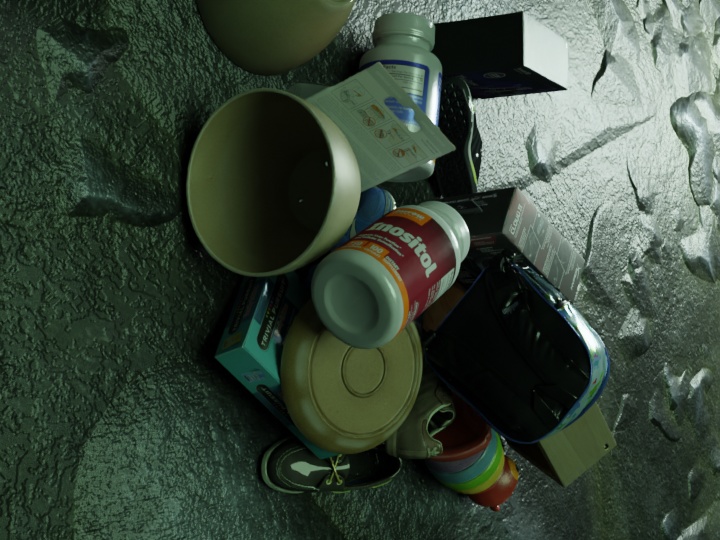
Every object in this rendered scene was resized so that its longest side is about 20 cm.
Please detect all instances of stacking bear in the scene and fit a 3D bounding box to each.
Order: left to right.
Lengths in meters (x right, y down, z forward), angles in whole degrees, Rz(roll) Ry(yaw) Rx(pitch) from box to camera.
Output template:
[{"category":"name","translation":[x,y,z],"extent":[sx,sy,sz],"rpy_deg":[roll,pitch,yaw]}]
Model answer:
[{"category":"stacking bear","translation":[0.153,0.256,1.541],"extent":[0.200,0.113,0.122],"rpy_deg":[53,16,-42]}]

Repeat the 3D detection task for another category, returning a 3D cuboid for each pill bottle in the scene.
[{"category":"pill bottle","translation":[0.041,-0.004,1.252],"extent":[0.200,0.112,0.114],"rpy_deg":[-38,114,-50]},{"category":"pill bottle","translation":[0.049,-0.225,1.467],"extent":[0.112,0.111,0.202],"rpy_deg":[16,75,-44]}]

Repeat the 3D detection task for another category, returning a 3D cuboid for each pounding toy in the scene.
[{"category":"pounding toy","translation":[0.256,0.164,1.613],"extent":[0.142,0.200,0.185],"rpy_deg":[-35,115,-11]}]

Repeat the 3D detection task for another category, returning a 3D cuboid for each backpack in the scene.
[{"category":"backpack","translation":[0.210,0.107,1.421],"extent":[0.183,0.200,0.147],"rpy_deg":[-50,156,17]}]

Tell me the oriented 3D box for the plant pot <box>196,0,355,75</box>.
[{"category":"plant pot","translation":[-0.079,-0.342,1.328],"extent":[0.199,0.134,0.203],"rpy_deg":[4,84,-45]}]

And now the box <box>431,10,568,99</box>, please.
[{"category":"box","translation":[0.195,-0.296,1.569],"extent":[0.199,0.140,0.080],"rpy_deg":[2,84,-62]}]

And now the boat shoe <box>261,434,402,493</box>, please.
[{"category":"boat shoe","translation":[-0.032,0.236,1.380],"extent":[0.200,0.060,0.073],"rpy_deg":[5,84,-46]}]

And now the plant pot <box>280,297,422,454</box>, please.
[{"category":"plant pot","translation":[-0.001,0.112,1.294],"extent":[0.199,0.027,0.202],"rpy_deg":[-1,93,-36]}]

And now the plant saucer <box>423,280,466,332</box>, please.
[{"category":"plant saucer","translation":[0.142,0.004,1.599],"extent":[0.199,0.037,0.202],"rpy_deg":[6,82,-46]}]

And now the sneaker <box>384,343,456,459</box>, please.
[{"category":"sneaker","translation":[0.092,0.172,1.453],"extent":[0.201,0.075,0.071],"rpy_deg":[-63,156,-47]}]

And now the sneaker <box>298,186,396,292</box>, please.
[{"category":"sneaker","translation":[-0.019,-0.042,1.375],"extent":[0.089,0.079,0.201],"rpy_deg":[33,46,-9]}]

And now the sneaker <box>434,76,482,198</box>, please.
[{"category":"sneaker","translation":[0.132,-0.187,1.571],"extent":[0.083,0.071,0.201],"rpy_deg":[-61,153,-48]}]

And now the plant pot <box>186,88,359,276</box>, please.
[{"category":"plant pot","translation":[-0.077,-0.093,1.268],"extent":[0.134,0.199,0.203],"rpy_deg":[2,85,-59]}]

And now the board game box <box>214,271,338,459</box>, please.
[{"category":"board game box","translation":[-0.074,0.101,1.326],"extent":[0.200,0.047,0.152],"rpy_deg":[48,38,-29]}]

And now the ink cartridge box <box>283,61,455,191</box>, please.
[{"category":"ink cartridge box","translation":[-0.010,-0.169,1.338],"extent":[0.161,0.199,0.050],"rpy_deg":[42,38,-35]}]

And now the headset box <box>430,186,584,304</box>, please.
[{"category":"headset box","translation":[0.184,-0.030,1.513],"extent":[0.200,0.148,0.078],"rpy_deg":[41,58,-35]}]

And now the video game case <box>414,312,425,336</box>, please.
[{"category":"video game case","translation":[0.044,0.080,1.424],"extent":[0.200,0.023,0.184],"rpy_deg":[32,68,-71]}]
